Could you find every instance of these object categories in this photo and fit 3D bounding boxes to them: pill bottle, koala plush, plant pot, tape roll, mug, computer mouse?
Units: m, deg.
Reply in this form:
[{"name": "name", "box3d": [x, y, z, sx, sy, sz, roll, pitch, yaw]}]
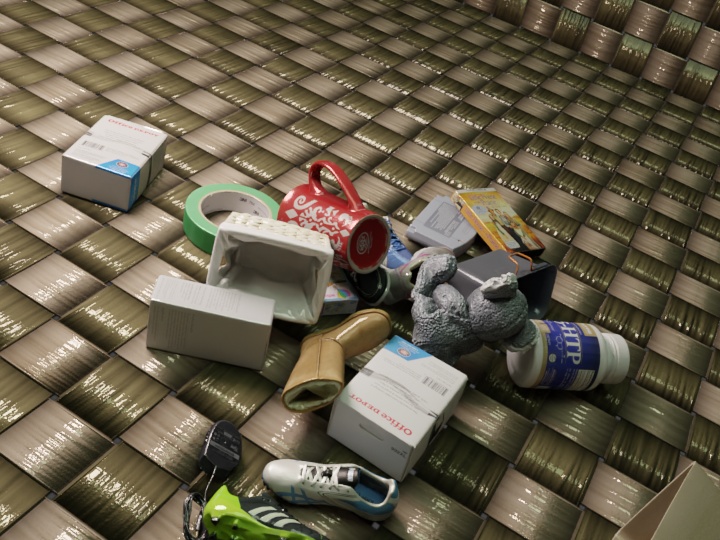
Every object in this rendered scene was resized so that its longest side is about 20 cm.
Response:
[{"name": "pill bottle", "box3d": [0.374, 0.154, 1.517, 0.196, 0.121, 0.121, 5, 36, -17]}, {"name": "koala plush", "box3d": [0.199, 0.079, 1.451, 0.196, 0.180, 0.185, -8, 32, 28]}, {"name": "plant pot", "box3d": [0.429, 0.419, 1.124, 0.177, 0.201, 0.199, 42, 41, 16]}, {"name": "tape roll", "box3d": [-0.250, -0.099, 1.671, 0.196, 0.049, 0.202, 11, 35, -7]}, {"name": "mug", "box3d": [-0.053, -0.090, 1.544, 0.133, 0.180, 0.198, -39, 38, -24]}, {"name": "computer mouse", "box3d": [-0.209, 0.291, 1.168, 0.058, 0.034, 0.202, 35, 36, -17]}]

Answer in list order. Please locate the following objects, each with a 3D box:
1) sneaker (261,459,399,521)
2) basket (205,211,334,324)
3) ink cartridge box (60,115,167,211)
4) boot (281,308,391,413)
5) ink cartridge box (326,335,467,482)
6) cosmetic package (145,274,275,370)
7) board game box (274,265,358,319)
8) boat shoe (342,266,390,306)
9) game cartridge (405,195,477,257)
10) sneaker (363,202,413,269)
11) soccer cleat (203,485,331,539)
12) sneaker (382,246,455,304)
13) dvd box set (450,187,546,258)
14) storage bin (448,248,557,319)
[{"name": "sneaker", "box3d": [-0.040, 0.297, 1.189, 0.196, 0.074, 0.072, 13, 36, -3]}, {"name": "basket", "box3d": [-0.152, -0.010, 1.435, 0.196, 0.138, 0.124, 13, 20, -7]}, {"name": "ink cartridge box", "box3d": [-0.493, -0.220, 1.703, 0.143, 0.086, 0.201, 17, 34, 1]}, {"name": "boot", "box3d": [-0.031, 0.143, 1.329, 0.172, 0.067, 0.200, -24, 14, 9]}, {"name": "ink cartridge box", "box3d": [0.060, 0.213, 1.334, 0.143, 0.085, 0.200, 29, 37, 18]}, {"name": "cosmetic package", "box3d": [-0.243, 0.085, 1.372, 0.196, 0.103, 0.075, 13, 35, -7]}, {"name": "board game box", "box3d": [-0.118, 0.029, 1.559, 0.196, 0.035, 0.135, -2, 39, -26]}, {"name": "boat shoe", "box3d": [0.000, 0.000, 1.593, 0.060, 0.076, 0.200, 35, 8, -27]}, {"name": "game cartridge", "box3d": [0.193, -0.096, 1.862, 0.131, 0.041, 0.200, 23, 35, 16]}, {"name": "sneaker", "box3d": [0.042, -0.061, 1.714, 0.199, 0.078, 0.075, 38, 38, 25]}, {"name": "soccer cleat", "box3d": [-0.108, 0.337, 1.107, 0.196, 0.069, 0.081, 20, 28, 1]}, {"name": "sneaker", "box3d": [0.126, 0.008, 1.623, 0.198, 0.083, 0.087, -30, 12, -39]}, {"name": "dvd box set", "box3d": [0.307, -0.105, 1.881, 0.144, 0.030, 0.201, -6, 50, -42]}, {"name": "storage bin", "box3d": [0.268, 0.026, 1.646, 0.198, 0.148, 0.133, -18, 37, -40]}]
